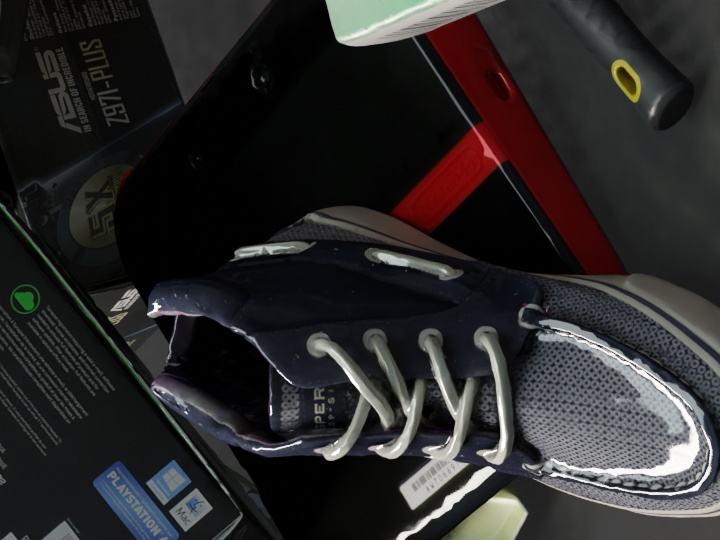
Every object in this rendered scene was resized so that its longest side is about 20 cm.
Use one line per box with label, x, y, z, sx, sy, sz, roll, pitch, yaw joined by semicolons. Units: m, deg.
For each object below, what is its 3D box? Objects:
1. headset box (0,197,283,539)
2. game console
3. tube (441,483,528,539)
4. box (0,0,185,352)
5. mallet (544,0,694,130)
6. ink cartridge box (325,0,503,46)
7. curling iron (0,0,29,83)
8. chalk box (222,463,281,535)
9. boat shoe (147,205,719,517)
headset box;-0.112;0.063;0.877;0.174;0.093;0.200;50;176;14
game console;0.000;0.000;0.842;0.177;0.031;0.200;57;138;12
tube;-0.006;0.039;0.911;0.200;0.052;0.058;53;-179;31
box;-0.147;-0.063;1.085;0.164;0.086;0.201;-38;70;61
mallet;0.034;-0.111;0.765;0.201;0.041;0.066;58;148;23
ink cartridge box;0.031;-0.179;0.683;0.160;0.050;0.201;-17;90;50
curling iron;-0.144;-0.172;1.017;0.026;0.049;0.202;45;-139;-74
chalk box;-0.086;0.159;1.039;0.124;0.123;0.201;25;126;57
boat shoe;0.024;0.037;0.739;0.199;0.092;0.075;15;117;42
